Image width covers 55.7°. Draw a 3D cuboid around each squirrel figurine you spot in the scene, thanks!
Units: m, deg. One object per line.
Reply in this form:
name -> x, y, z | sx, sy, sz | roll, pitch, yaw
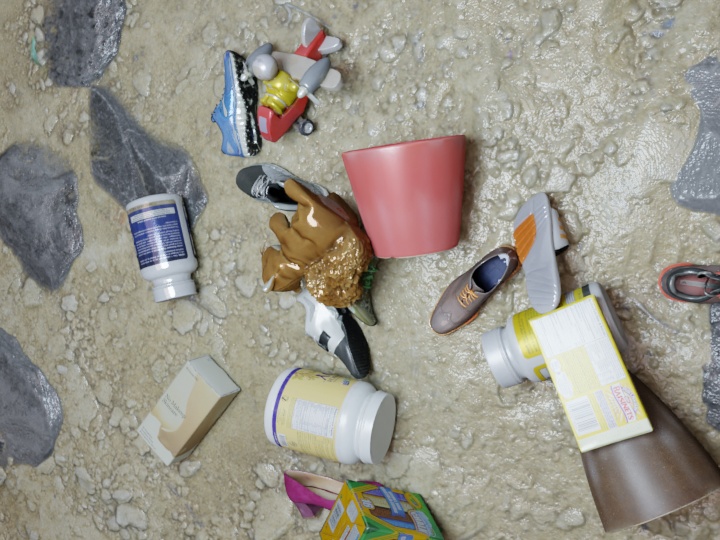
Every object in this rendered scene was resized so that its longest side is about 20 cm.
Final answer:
squirrel figurine -> -0.081, -0.019, 1.130 | 0.200, 0.141, 0.187 | 46, 109, 19

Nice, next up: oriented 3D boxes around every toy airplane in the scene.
toy airplane -> -0.124, -0.349, 1.192 | 0.200, 0.141, 0.199 | -27, 64, 35

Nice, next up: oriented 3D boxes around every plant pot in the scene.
plant pot -> 0.400, 0.254, 1.010 | 0.187, 0.187, 0.200 | -32, 68, 21
plant pot -> 0.080, -0.120, 1.110 | 0.200, 0.200, 0.178 | -4, 102, 23

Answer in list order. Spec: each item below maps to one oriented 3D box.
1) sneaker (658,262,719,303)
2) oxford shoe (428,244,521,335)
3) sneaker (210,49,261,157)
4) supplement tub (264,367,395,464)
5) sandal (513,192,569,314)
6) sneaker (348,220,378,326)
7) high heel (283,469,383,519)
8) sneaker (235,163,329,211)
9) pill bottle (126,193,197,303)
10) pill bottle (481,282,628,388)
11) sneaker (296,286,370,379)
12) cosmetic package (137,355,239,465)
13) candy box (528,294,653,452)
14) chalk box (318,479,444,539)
sneaker -> 0.536, 0.024, 0.976 | 0.200, 0.082, 0.077 | -4, 92, 23
oxford shoe -> 0.180, 0.033, 1.129 | 0.071, 0.073, 0.200 | 45, 109, 13
sneaker -> -0.245, -0.312, 1.281 | 0.089, 0.079, 0.200 | -2, 93, 20
supplement tub -> -0.052, 0.257, 1.202 | 0.200, 0.145, 0.146 | 8, 97, 21
sandal -> 0.292, -0.022, 1.072 | 0.079, 0.059, 0.207 | -36, 47, 50
sneaker -> 0.000, 0.000, 1.207 | 0.088, 0.077, 0.200 | -22, 87, 14
high heel -> -0.055, 0.395, 1.251 | 0.200, 0.067, 0.096 | -24, 95, 25
sneaker -> -0.161, -0.152, 1.235 | 0.200, 0.115, 0.075 | 17, 100, 20
pill bottle -> -0.384, -0.042, 1.338 | 0.111, 0.111, 0.200 | -14, 88, 23
pill bottle -> 0.299, 0.106, 1.063 | 0.200, 0.114, 0.114 | -25, 84, 22
sneaker -> -0.052, 0.114, 1.235 | 0.088, 0.074, 0.200 | -33, 71, 21
cosmetic package -> -0.343, 0.277, 1.356 | 0.105, 0.071, 0.200 | 42, 108, 15
candy box -> 0.324, 0.145, 0.967 | 0.102, 0.026, 0.200 | -24, 73, 20
chalk box -> 0.053, 0.458, 1.162 | 0.200, 0.124, 0.125 | 19, 105, -23
